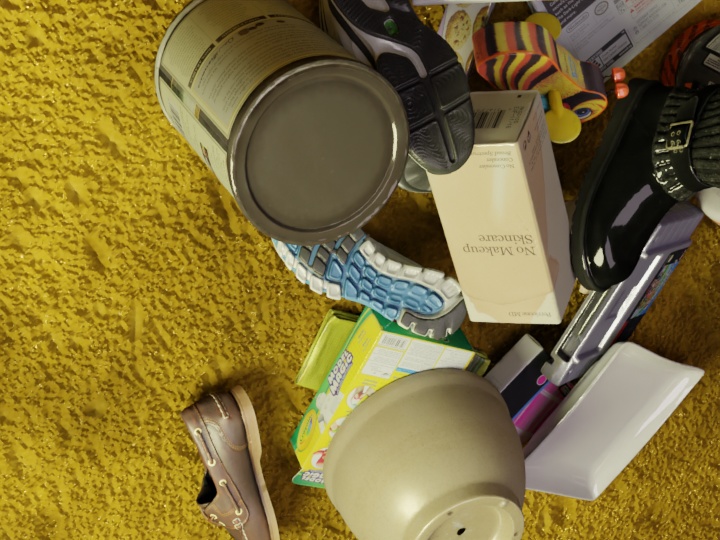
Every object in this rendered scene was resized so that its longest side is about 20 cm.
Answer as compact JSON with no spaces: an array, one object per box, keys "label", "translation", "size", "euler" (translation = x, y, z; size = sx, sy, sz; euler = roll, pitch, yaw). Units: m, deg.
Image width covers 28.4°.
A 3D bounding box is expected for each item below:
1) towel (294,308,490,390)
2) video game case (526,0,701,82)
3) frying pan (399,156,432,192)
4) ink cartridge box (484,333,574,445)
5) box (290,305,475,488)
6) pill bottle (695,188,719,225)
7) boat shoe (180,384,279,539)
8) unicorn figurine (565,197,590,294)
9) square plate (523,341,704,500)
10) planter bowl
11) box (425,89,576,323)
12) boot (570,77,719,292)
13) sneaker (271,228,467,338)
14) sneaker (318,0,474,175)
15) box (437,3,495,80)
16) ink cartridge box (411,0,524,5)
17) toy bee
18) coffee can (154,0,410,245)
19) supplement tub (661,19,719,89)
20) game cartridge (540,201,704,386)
[{"label":"towel","translation":[0.035,0.099,1.416],"size":[0.198,0.018,0.087],"euler":[17,106,-32]},{"label":"video game case","translation":[0.242,-0.290,1.315],"size":[0.199,0.023,0.182],"euler":[-40,126,-2]},{"label":"frying pan","translation":[0.039,-0.110,1.276],"size":[0.188,0.031,0.115],"euler":[2,142,-31]},{"label":"ink cartridge box","translation":[0.130,0.165,1.478],"size":[0.200,0.037,0.095],"euler":[-44,136,0]},{"label":"box","translation":[0.015,0.134,1.392],"size":[0.116,0.049,0.201],"euler":[14,117,-31]},{"label":"pill bottle","translation":[0.440,-0.064,1.476],"size":[0.199,0.110,0.110],"euler":[29,100,-40]},{"label":"boat shoe","translation":[-0.126,0.206,1.359],"size":[0.070,0.070,0.202],"euler":[-22,115,-23]},{"label":"unicorn figurine","translation":[0.217,-0.044,1.399],"size":[0.137,0.074,0.201],"euler":[-41,124,-7]},{"label":"square plate","translation":[0.260,0.160,1.523],"size":[0.199,0.028,0.199],"euler":[19,113,-51]},{"label":"planter bowl","translation":[0.077,0.215,1.362],"size":[0.198,0.135,0.202],"euler":[-12,130,-15]},{"label":"box","translation":[0.125,-0.053,1.246],"size":[0.078,0.094,0.201],"euler":[-64,144,-43]},{"label":"boot","translation":[0.280,-0.073,1.253],"size":[0.079,0.157,0.214],"euler":[20,86,-45]},{"label":"sneaker","translation":[0.000,0.000,1.316],"size":[0.199,0.087,0.075],"euler":[31,89,-12]},{"label":"sneaker","translation":[0.027,-0.165,1.184],"size":[0.075,0.115,0.202],"euler":[-27,87,-12]},{"label":"box","translation":[0.102,-0.249,1.246],"size":[0.041,0.039,0.202],"euler":[22,109,6]},{"label":"ink cartridge box","translation":[0.137,-0.297,1.158],"size":[0.197,0.088,0.147],"euler":[-1,109,3]},{"label":"toy bee","translation":[0.179,-0.172,1.277],"size":[0.108,0.133,0.200],"euler":[-18,171,19]},{"label":"coffee can","translation":[-0.067,-0.129,1.131],"size":[0.145,0.200,0.148],"euler":[-12,121,-21]},{"label":"supplement tub","translation":[0.382,-0.160,1.341],"size":[0.121,0.200,0.124],"euler":[-13,122,-22]},{"label":"game cartridge","translation":[0.267,0.023,1.434],"size":[0.129,0.038,0.201],"euler":[-8,133,-53]}]
